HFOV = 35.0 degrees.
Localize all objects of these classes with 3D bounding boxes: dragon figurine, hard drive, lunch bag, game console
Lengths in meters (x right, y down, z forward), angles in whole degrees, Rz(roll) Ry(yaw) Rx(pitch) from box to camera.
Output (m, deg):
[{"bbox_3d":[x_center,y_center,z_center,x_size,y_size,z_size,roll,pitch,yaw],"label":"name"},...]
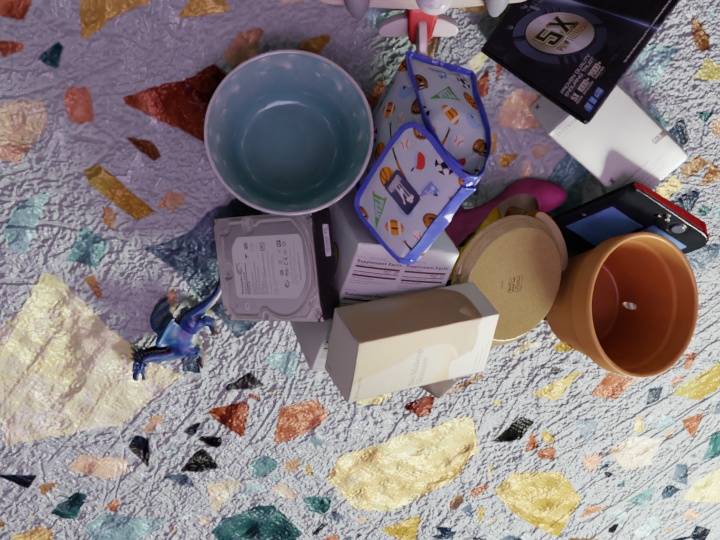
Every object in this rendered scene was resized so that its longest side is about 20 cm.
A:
[{"bbox_3d":[-0.253,0.077,1.567,0.099,0.059,0.200,12,121,-25],"label":"dragon figurine"},{"bbox_3d":[-0.109,-0.005,1.451,0.038,0.200,0.140,-10,96,-42],"label":"hard drive"},{"bbox_3d":[0.071,-0.131,1.367,0.124,0.200,0.170,10,139,-26],"label":"lunch bag"},{"bbox_3d":[0.374,-0.052,1.634,0.177,0.031,0.200,23,149,-31],"label":"game console"}]

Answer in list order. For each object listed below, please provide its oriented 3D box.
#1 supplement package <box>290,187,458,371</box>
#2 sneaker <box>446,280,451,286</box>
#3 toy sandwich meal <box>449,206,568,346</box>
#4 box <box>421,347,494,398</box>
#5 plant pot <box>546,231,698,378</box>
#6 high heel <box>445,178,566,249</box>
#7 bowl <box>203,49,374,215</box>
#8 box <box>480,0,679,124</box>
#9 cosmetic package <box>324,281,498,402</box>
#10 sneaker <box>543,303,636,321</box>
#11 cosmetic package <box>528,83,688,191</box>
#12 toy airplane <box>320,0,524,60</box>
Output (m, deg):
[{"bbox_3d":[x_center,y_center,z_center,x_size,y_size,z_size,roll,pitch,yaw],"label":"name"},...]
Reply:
[{"bbox_3d":[0.000,0.000,1.507,0.147,0.191,0.200,5,122,-26],"label":"supplement package"},{"bbox_3d":[0.094,0.029,1.631,0.200,0.082,0.070,-42,126,14],"label":"sneaker"},{"bbox_3d":[0.192,0.003,1.547,0.205,0.070,0.205,-12,113,-28],"label":"toy sandwich meal"},{"bbox_3d":[0.148,0.080,1.676,0.075,0.100,0.200,34,108,-33],"label":"box"},{"bbox_3d":[0.356,0.046,1.613,0.200,0.140,0.200,-1,92,-28],"label":"plant pot"},{"bbox_3d":[0.204,-0.074,1.584,0.200,0.096,0.067,-6,126,-14],"label":"high heel"},{"bbox_3d":[-0.088,-0.158,1.394,0.201,0.105,0.201,0,85,-5],"label":"bowl"},{"bbox_3d":[0.273,-0.309,1.398,0.164,0.086,0.200,36,112,2],"label":"box"},{"bbox_3d":[0.063,0.088,1.420,0.200,0.071,0.105,-12,132,-25],"label":"cosmetic package"},{"bbox_3d":[0.358,0.057,1.752,0.200,0.078,0.077,15,141,-28],"label":"sneaker"},{"bbox_3d":[0.339,-0.189,1.555,0.200,0.081,0.113,31,113,-34],"label":"cosmetic package"},{"bbox_3d":[0.076,-0.329,1.329,0.200,0.141,0.199,-38,122,21],"label":"toy airplane"}]
